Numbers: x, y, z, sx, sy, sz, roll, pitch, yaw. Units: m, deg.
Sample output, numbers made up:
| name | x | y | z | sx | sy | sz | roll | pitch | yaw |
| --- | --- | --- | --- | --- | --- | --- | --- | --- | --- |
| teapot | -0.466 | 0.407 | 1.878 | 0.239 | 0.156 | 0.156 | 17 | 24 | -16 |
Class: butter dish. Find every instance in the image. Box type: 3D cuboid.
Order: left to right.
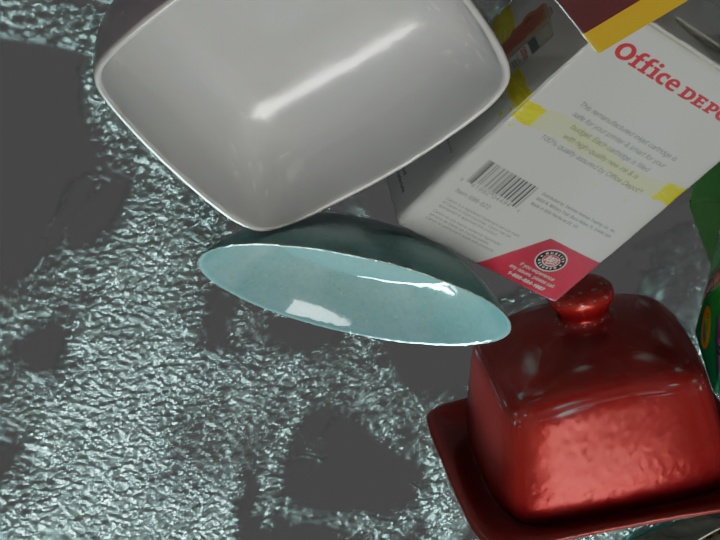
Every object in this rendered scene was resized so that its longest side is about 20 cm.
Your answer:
| name | x | y | z | sx | sy | sz | roll | pitch | yaw |
| --- | --- | --- | --- | --- | --- | --- | --- | --- | --- |
| butter dish | 0.150 | 0.073 | 1.680 | 0.198 | 0.200 | 0.149 | -9 | 115 | -7 |

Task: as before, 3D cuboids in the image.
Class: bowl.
| name | x | y | z | sx | sy | sz | roll | pitch | yaw |
| --- | --- | --- | --- | --- | --- | --- | --- | --- | --- |
| bowl | -0.036 | -0.134 | 1.449 | 0.199 | 0.075 | 0.200 | -29 | 137 | 17 |

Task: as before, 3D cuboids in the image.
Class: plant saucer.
| name | x | y | z | sx | sy | sz | roll | pitch | yaw |
| --- | --- | --- | --- | --- | --- | --- | --- | --- | --- |
| plant saucer | 0.000 | 0.000 | 1.587 | 0.199 | 0.039 | 0.201 | 12 | 166 | 3 |

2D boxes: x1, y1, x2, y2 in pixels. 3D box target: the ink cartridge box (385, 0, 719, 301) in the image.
| name | x | y | z | sx | sy | sz | roll | pitch | yaw |
| --- | --- | --- | --- | --- | --- | --- | --- | --- | --- |
| ink cartridge box | 0.129 | -0.091 | 1.538 | 0.145 | 0.084 | 0.200 | 26 | 125 | -36 |

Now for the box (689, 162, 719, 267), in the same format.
| name | x | y | z | sx | sy | sz | roll | pitch | yaw |
| --- | --- | --- | --- | --- | --- | --- | --- | --- | --- |
| box | 0.319 | -0.084 | 1.598 | 0.175 | 0.097 | 0.201 | -1 | 137 | -13 |

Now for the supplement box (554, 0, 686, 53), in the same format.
| name | x | y | z | sx | sy | sz | roll | pitch | yaw |
| --- | --- | --- | --- | --- | --- | --- | --- | --- | --- |
| supplement box | 0.142 | -0.258 | 1.319 | 0.196 | 0.133 | 0.200 | -30 | 137 | 17 |

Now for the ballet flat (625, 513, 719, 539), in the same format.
| name | x | y | z | sx | sy | sz | roll | pitch | yaw |
| --- | --- | --- | --- | --- | --- | --- | --- | --- | --- |
| ballet flat | 0.291 | 0.203 | 1.930 | 0.199 | 0.064 | 0.067 | -25 | 138 | 10 |

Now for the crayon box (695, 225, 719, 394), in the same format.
| name | x | y | z | sx | sy | sz | roll | pitch | yaw |
| --- | --- | --- | --- | --- | --- | --- | --- | --- | --- |
| crayon box | 0.316 | 0.009 | 1.582 | 0.198 | 0.059 | 0.119 | -6 | 139 | -9 |
